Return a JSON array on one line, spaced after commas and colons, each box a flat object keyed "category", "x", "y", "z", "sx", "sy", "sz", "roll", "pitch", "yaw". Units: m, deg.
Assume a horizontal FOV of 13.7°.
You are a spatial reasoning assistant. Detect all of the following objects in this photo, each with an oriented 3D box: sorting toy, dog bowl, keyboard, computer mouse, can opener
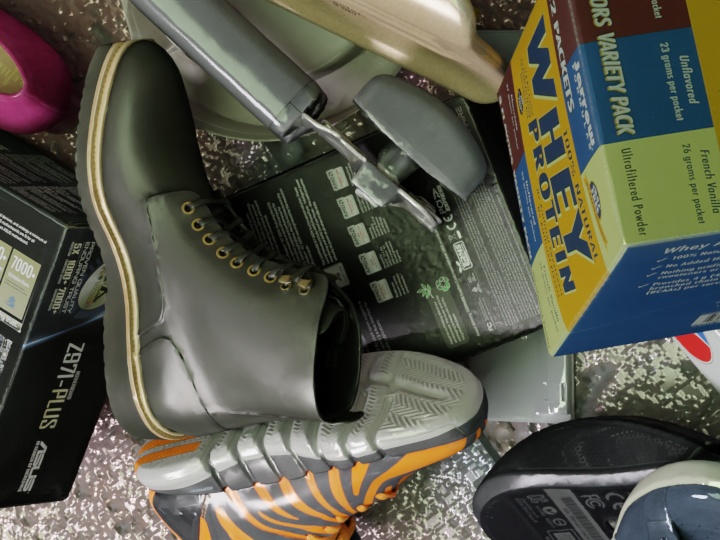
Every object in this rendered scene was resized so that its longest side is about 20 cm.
[{"category": "sorting toy", "x": -0.016, "y": -0.142, "z": 1.378, "sx": 0.185, "sy": 0.200, "sz": 0.036, "roll": 26, "pitch": 88, "yaw": 9}, {"category": "dog bowl", "x": -0.043, "y": -0.167, "z": 1.519, "sx": 0.200, "sy": 0.059, "sz": 0.200, "roll": 2, "pitch": 97, "yaw": 19}, {"category": "keyboard", "x": 0.080, "y": -0.022, "z": 1.519, "sx": 0.056, "sy": 0.011, "sz": 0.200, "roll": 2, "pitch": 97, "yaw": 25}, {"category": "computer mouse", "x": 0.152, "y": 0.107, "z": 1.470, "sx": 0.200, "sy": 0.139, "sz": 0.053, "roll": -4, "pitch": 51, "yaw": 29}, {"category": "can opener", "x": -0.026, "y": -0.097, "z": 1.460, "sx": 0.200, "sy": 0.053, "sz": 0.067, "roll": 43, "pitch": 90, "yaw": 5}]

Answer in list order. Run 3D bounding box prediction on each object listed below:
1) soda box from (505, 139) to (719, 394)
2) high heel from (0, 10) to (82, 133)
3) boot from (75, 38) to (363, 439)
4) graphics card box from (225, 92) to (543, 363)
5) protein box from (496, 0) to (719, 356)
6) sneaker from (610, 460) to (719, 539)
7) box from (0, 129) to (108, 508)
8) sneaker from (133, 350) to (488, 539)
[{"category": "soda box", "x": 0.161, "y": -0.016, "z": 1.446, "sx": 0.068, "sy": 0.064, "sz": 0.200, "roll": -38, "pitch": 81, "yaw": -13}, {"category": "high heel", "x": -0.234, "y": -0.137, "z": 1.562, "sx": 0.200, "sy": 0.096, "sz": 0.067, "roll": 27, "pitch": 89, "yaw": 9}, {"category": "boot", "x": -0.060, "y": -0.018, "z": 1.461, "sx": 0.138, "sy": 0.077, "sz": 0.200, "roll": -2, "pitch": 100, "yaw": 39}, {"category": "graphics card box", "x": 0.000, "y": 0.000, "z": 1.523, "sx": 0.200, "sy": 0.051, "sz": 0.126, "roll": -24, "pitch": 87, "yaw": 26}, {"category": "protein box", "x": 0.180, "y": -0.062, "z": 1.323, "sx": 0.198, "sy": 0.200, "sz": 0.135, "roll": -9, "pitch": 76, "yaw": -8}, {"category": "sneaker", "x": 0.139, "y": 0.166, "z": 1.432, "sx": 0.075, "sy": 0.085, "sz": 0.200, "roll": 23, "pitch": 142, "yaw": -6}, {"category": "box", "x": -0.222, "y": 0.008, "z": 1.569, "sx": 0.200, "sy": 0.086, "sz": 0.164, "roll": 29, "pitch": 106, "yaw": 30}, {"category": "sneaker", "x": -0.008, "y": 0.111, "z": 1.501, "sx": 0.200, "sy": 0.078, "sz": 0.112, "roll": -13, "pitch": 119, "yaw": 33}]
